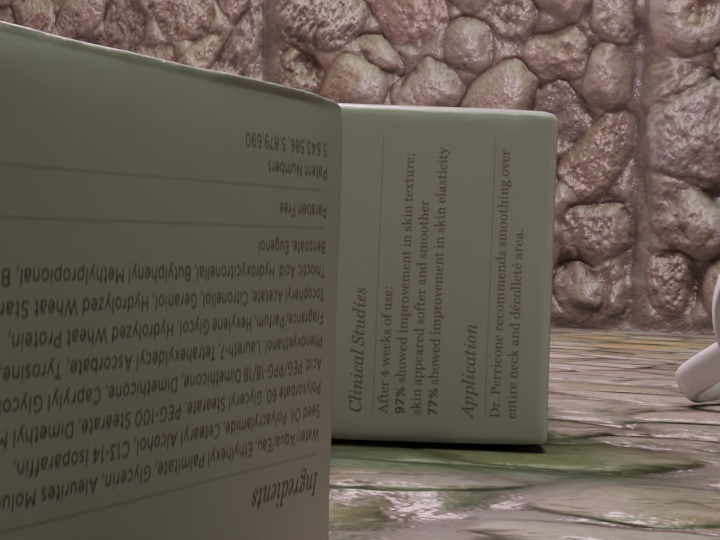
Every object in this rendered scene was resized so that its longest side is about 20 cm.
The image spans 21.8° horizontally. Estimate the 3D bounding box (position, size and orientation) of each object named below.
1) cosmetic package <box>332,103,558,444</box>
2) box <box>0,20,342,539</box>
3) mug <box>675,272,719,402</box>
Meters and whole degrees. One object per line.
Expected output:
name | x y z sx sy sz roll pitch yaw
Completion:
cosmetic package | 0.000 0.000 0.996 0.198 0.169 0.166 3 1 2
box | -0.130 0.016 0.433 0.197 0.132 0.200 2 1 22
mug | 0.298 0.034 1.247 0.175 0.149 0.200 -9 -22 -49
